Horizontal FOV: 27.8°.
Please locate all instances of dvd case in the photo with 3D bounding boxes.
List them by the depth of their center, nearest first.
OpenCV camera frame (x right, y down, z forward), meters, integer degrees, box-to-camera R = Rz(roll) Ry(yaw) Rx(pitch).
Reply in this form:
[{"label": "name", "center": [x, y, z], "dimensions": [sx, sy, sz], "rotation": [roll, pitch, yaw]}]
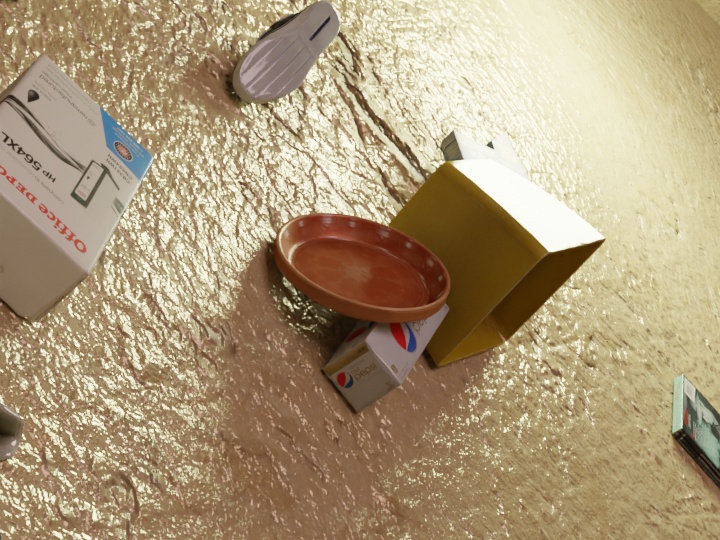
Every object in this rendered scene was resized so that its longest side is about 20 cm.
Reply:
[{"label": "dvd case", "center": [0.545, 0.269, 2.220], "dimensions": [0.200, 0.022, 0.146], "rotation": [47, 29, -16]}]

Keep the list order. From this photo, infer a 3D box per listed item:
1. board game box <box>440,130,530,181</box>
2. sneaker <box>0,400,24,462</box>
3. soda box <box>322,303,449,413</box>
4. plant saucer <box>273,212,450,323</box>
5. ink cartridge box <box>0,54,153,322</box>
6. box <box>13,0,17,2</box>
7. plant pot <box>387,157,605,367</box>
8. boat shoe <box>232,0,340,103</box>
[{"label": "board game box", "center": [0.183, -0.113, 2.038], "dimensions": [0.199, 0.062, 0.201], "rotation": [20, 43, -46]}, {"label": "sneaker", "center": [-0.303, 0.099, 0.984], "dimensions": [0.200, 0.080, 0.077], "rotation": [18, 85, -72]}, {"label": "soda box", "center": [0.031, 0.074, 1.604], "dimensions": [0.064, 0.068, 0.200], "rotation": [51, 29, -7]}, {"label": "plant saucer", "center": [0.000, 0.000, 1.593], "dimensions": [0.199, 0.033, 0.201], "rotation": [14, 27, -7]}, {"label": "ink cartridge box", "center": [-0.282, -0.075, 1.276], "dimensions": [0.146, 0.084, 0.201], "rotation": [44, 30, -19]}, {"label": "box", "center": [-0.414, -0.364, 1.428], "dimensions": [0.199, 0.040, 0.138], "rotation": [24, 40, -43]}, {"label": "plant pot", "center": [0.143, -0.027, 1.768], "dimensions": [0.177, 0.200, 0.200], "rotation": [50, 27, 15]}, {"label": "boat shoe", "center": [-0.098, -0.257, 1.763], "dimensions": [0.200, 0.071, 0.072], "rotation": [-46, 113, -41]}]
